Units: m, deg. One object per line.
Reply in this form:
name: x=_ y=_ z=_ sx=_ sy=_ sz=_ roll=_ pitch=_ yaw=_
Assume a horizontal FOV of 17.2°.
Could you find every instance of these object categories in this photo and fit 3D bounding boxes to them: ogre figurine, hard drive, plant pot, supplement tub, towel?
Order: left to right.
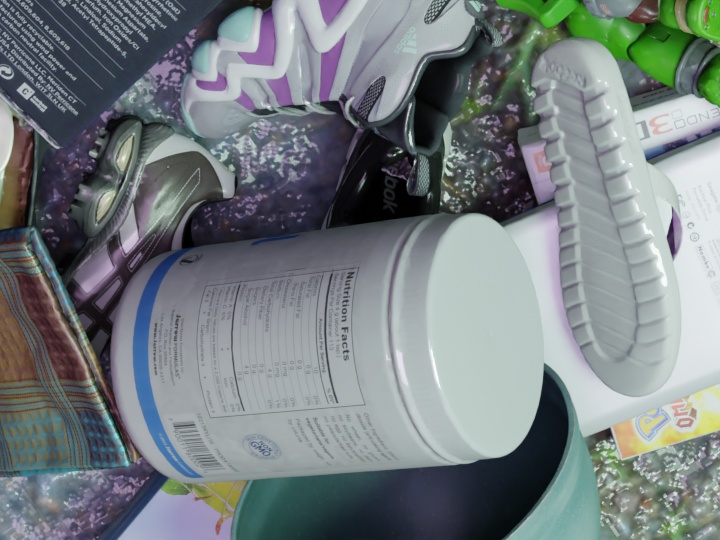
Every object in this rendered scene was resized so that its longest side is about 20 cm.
towel: x=-0.211 y=0.051 z=1.328 sx=0.200 sy=0.022 sz=0.147 roll=-9 pitch=110 yaw=50
supplement tub: x=-0.019 y=0.043 z=1.255 sx=0.200 sy=0.132 sz=0.132 roll=-7 pitch=106 yaw=30
plant pot: x=0.047 y=0.157 z=1.292 sx=0.200 sy=0.200 sz=0.134 roll=-24 pitch=121 yaw=7
ogre figurine: x=0.137 y=-0.166 z=1.265 sx=0.200 sy=0.120 sz=0.098 roll=32 pitch=79 yaw=-46
hard drive: x=0.157 y=0.011 z=1.331 sx=0.200 sy=0.025 sz=0.132 roll=-23 pitch=103 yaw=10

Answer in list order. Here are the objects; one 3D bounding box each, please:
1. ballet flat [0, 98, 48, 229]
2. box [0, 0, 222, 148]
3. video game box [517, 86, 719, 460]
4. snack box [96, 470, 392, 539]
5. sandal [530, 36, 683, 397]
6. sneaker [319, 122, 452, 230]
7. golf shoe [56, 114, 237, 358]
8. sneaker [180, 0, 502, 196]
ballet flat: x=-0.214 y=-0.036 z=1.349 sx=0.073 sy=0.073 sz=0.200 roll=12 pitch=105 yaw=-2
box: x=-0.108 y=-0.182 z=1.232 sx=0.104 sy=0.148 sz=0.200 roll=45 pitch=130 yaw=-10
video game box: x=0.205 y=-0.011 z=1.360 sx=0.182 sy=0.047 sz=0.200 roll=-17 pitch=104 yaw=8
snack box: x=-0.055 y=0.198 z=1.408 sx=0.200 sy=0.068 sz=0.169 roll=40 pitch=101 yaw=-8
sandal: x=0.144 y=-0.029 z=1.279 sx=0.050 sy=0.082 sz=0.203 roll=-23 pitch=110 yaw=-34
sneaker: x=0.000 y=0.000 z=1.342 sx=0.066 sy=0.091 sz=0.200 roll=18 pitch=105 yaw=-3
golf shoe: x=-0.136 y=0.014 z=1.357 sx=0.094 sy=0.078 sz=0.200 roll=21 pitch=107 yaw=-8
sneaker: x=-0.007 y=-0.093 z=1.281 sx=0.200 sy=0.078 sz=0.140 roll=-39 pitch=71 yaw=35
